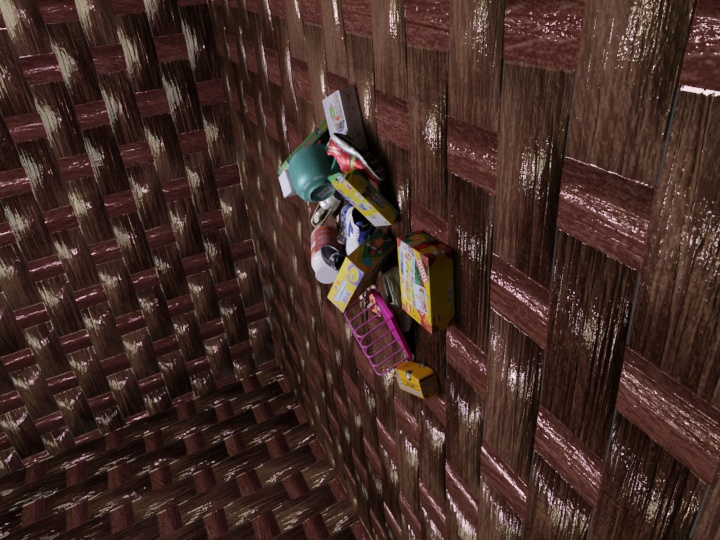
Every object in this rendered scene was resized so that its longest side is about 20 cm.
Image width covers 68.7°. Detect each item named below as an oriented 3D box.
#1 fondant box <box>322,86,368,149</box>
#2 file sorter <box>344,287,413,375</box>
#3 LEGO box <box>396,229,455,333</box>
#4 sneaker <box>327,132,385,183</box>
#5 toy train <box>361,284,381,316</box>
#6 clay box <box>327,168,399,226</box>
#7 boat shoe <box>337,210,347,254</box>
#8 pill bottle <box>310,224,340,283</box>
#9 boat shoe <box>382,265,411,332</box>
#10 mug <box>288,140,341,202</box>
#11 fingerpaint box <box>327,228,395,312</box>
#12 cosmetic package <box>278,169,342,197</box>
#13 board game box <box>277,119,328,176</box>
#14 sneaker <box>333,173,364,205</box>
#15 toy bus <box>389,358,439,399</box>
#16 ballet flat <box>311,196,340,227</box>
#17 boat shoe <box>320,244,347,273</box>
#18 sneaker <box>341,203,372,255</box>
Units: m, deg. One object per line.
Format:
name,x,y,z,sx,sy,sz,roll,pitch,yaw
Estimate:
fondant box,-0.043,-0.412,1.537,0.143,0.057,0.208,12,118,67
file sorter,0.050,0.191,1.574,0.140,0.123,0.203,53,172,49
LEGO box,0.163,0.025,1.310,0.148,0.075,0.207,38,141,56
sneaker,-0.013,-0.295,1.447,0.199,0.076,0.086,42,123,18
toy train,0.010,0.070,1.778,0.199,0.054,0.156,30,133,62
clay box,0.006,-0.205,1.441,0.199,0.048,0.114,43,167,-18
boat shoe,-0.046,-0.107,1.773,0.072,0.063,0.207,40,142,52
pill bottle,-0.120,-0.056,1.857,0.204,0.107,0.115,-97,7,-47
boat shoe,0.102,0.088,1.539,0.072,0.060,0.207,28,132,62
mug,-0.127,-0.286,1.556,0.186,0.147,0.118,112,139,-60
fingerpaint box,0.000,0.000,1.530,0.073,0.166,0.202,39,141,10
cosmetic package,-0.160,-0.306,1.723,0.101,0.194,0.074,-10,99,68
board game box,-0.188,-0.401,1.743,0.029,0.201,0.134,43,163,-11
sneaker,-0.036,-0.238,1.632,0.199,0.071,0.085,-13,93,70
toy bus,0.158,0.320,1.574,0.199,0.063,0.081,-5,105,69
ballet flat,-0.122,-0.219,1.821,0.071,0.068,0.201,63,143,22
boat shoe,-0.066,-0.024,1.719,0.201,0.073,0.061,49,170,27
sneaker,-0.002,-0.111,1.633,0.115,0.078,0.207,177,78,-71
